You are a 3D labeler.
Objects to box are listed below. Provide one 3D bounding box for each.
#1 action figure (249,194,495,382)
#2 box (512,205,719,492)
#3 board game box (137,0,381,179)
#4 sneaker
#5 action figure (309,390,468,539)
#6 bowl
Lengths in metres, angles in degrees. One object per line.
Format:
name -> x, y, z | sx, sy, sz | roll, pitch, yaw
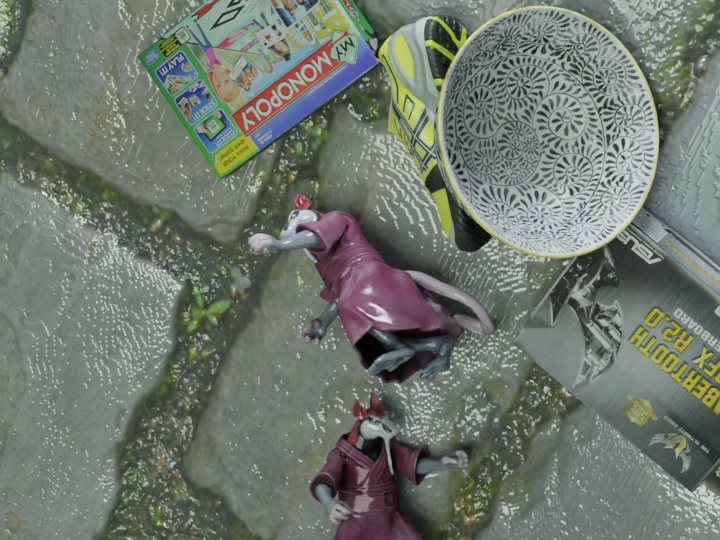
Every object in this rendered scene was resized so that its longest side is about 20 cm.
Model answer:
action figure -> 0.000, 0.000, 1.848 | 0.149, 0.134, 0.200 | -31, 60, -4
box -> 0.249, 0.061, 1.785 | 0.200, 0.048, 0.158 | 41, 119, 9
board game box -> -0.086, -0.187, 1.880 | 0.200, 0.029, 0.135 | -34, 89, 30
sneaker -> 0.069, -0.113, 1.813 | 0.076, 0.075, 0.200 | -8, 95, 41
action figure -> 0.012, 0.207, 1.940 | 0.149, 0.134, 0.200 | -173, 81, -69
bowl -> 0.132, -0.107, 1.738 | 0.094, 0.201, 0.201 | -9, 105, 65
